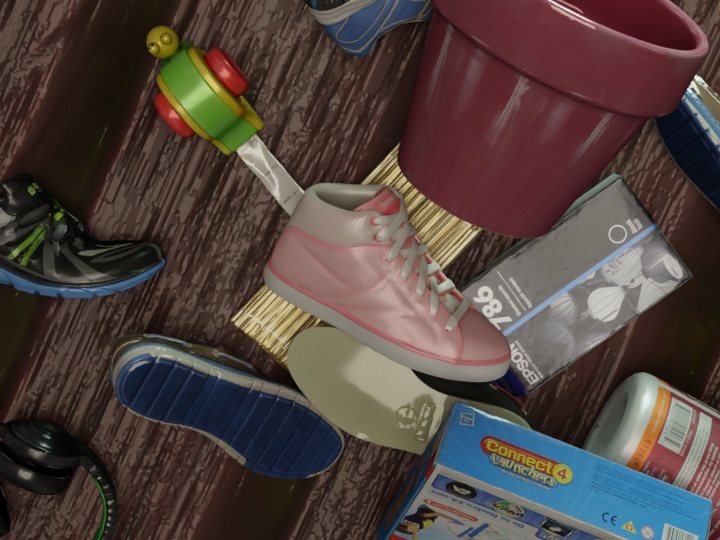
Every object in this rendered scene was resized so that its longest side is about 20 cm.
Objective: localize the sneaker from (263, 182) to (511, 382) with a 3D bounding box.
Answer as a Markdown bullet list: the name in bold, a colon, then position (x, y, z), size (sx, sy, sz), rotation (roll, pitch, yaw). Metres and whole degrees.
- **sneaker**: position (0.031, 0.002, 1.149), size (0.200, 0.075, 0.105), rotation (26, 116, 9)

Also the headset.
- **headset**: position (-0.278, 0.157, 1.214), size (0.123, 0.094, 0.200), rotation (-38, 109, 0)

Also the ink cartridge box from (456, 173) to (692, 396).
- **ink cartridge box**: position (0.147, 0.022, 1.202), size (0.200, 0.039, 0.100), rotation (-37, 95, 4)

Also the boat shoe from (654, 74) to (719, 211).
- **boat shoe**: position (0.300, -0.078, 1.174), size (0.072, 0.072, 0.200), rotation (-38, 92, -13)

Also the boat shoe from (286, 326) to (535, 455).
- **boat shoe**: position (0.039, 0.099, 1.185), size (0.201, 0.063, 0.074), rotation (23, 99, 2)

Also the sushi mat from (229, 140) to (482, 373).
- **sushi mat**: position (0.000, 0.000, 1.213), size (0.096, 0.012, 0.200), rotation (44, 94, -2)

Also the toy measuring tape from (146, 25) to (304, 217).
- **toy measuring tape**: position (-0.096, -0.104, 1.172), size (0.074, 0.074, 0.200), rotation (-38, 92, 4)

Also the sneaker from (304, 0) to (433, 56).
- **sneaker**: position (0.045, -0.240, 1.168), size (0.200, 0.076, 0.077), rotation (-35, 139, -8)

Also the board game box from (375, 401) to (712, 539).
- **board game box**: position (0.127, 0.196, 1.146), size (0.200, 0.196, 0.056), rotation (22, 56, -2)

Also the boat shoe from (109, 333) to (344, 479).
- **boat shoe**: position (-0.099, 0.094, 1.188), size (0.200, 0.072, 0.072), rotation (29, 105, -29)

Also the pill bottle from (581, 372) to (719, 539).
- **pill bottle**: position (0.272, 0.169, 1.180), size (0.200, 0.110, 0.110), rotation (29, 95, -2)

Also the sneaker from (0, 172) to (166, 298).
- **sneaker**: position (-0.247, -0.029, 1.183), size (0.199, 0.071, 0.083), rotation (13, 102, 2)

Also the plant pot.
- **plant pot**: position (0.119, -0.131, 1.116), size (0.200, 0.200, 0.179), rotation (26, 115, -2)
